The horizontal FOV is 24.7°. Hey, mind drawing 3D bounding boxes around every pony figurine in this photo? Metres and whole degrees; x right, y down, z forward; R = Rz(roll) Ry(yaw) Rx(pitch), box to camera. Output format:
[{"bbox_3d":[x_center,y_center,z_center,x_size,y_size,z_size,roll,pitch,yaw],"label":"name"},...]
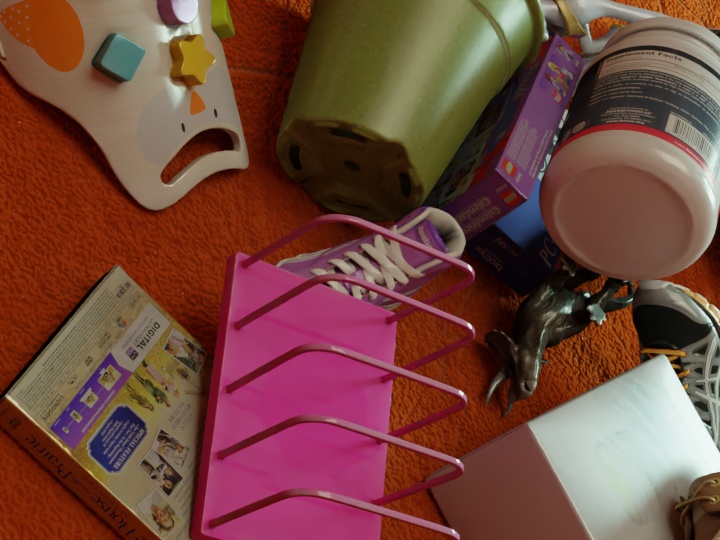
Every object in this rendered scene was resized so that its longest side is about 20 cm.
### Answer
[{"bbox_3d":[0.200,-0.290,1.568,0.200,0.167,0.193,-8,93,-25],"label":"pony figurine"}]

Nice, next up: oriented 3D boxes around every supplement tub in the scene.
[{"bbox_3d":[0.232,-0.101,1.337,0.140,0.140,0.200,42,43,-15],"label":"supplement tub"}]

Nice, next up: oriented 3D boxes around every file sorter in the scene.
[{"bbox_3d":[-0.008,0.082,1.070,0.139,0.125,0.200,22,59,-30],"label":"file sorter"}]

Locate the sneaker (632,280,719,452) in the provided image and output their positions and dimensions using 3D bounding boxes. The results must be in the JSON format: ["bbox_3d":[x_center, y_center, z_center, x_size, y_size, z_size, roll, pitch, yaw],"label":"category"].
[{"bbox_3d":[0.271,0.096,1.398,0.077,0.078,0.200,-47,125,-37],"label":"sneaker"}]

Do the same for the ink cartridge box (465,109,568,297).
[{"bbox_3d":[0.146,-0.077,1.454,0.094,0.044,0.200,41,43,-13],"label":"ink cartridge box"}]

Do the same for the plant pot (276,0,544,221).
[{"bbox_3d":[0.021,-0.147,1.298,0.200,0.200,0.190,37,57,-20],"label":"plant pot"}]

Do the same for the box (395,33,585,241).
[{"bbox_3d":[0.104,-0.097,1.358,0.039,0.137,0.200,42,43,-14],"label":"box"}]

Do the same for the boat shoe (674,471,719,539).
[{"bbox_3d":[0.265,0.179,1.201,0.066,0.074,0.200,46,38,9],"label":"boat shoe"}]

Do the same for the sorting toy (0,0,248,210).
[{"bbox_3d":[-0.146,-0.144,1.204,0.200,0.107,0.180,-33,108,-49],"label":"sorting toy"}]

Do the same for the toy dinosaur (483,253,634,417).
[{"bbox_3d":[0.164,0.033,1.369,0.077,0.102,0.200,53,34,-1],"label":"toy dinosaur"}]

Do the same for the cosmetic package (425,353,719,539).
[{"bbox_3d":[0.190,0.196,1.256,0.200,0.123,0.199,-20,78,-47],"label":"cosmetic package"}]

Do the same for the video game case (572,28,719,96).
[{"bbox_3d":[0.298,-0.201,1.593,0.200,0.182,0.023,-32,121,-49],"label":"video game case"}]

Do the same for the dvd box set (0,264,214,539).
[{"bbox_3d":[-0.129,0.109,1.080,0.200,0.029,0.146,44,42,-11],"label":"dvd box set"}]

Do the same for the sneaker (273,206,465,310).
[{"bbox_3d":[0.000,-0.001,1.214,0.200,0.114,0.073,-28,86,-48],"label":"sneaker"}]
